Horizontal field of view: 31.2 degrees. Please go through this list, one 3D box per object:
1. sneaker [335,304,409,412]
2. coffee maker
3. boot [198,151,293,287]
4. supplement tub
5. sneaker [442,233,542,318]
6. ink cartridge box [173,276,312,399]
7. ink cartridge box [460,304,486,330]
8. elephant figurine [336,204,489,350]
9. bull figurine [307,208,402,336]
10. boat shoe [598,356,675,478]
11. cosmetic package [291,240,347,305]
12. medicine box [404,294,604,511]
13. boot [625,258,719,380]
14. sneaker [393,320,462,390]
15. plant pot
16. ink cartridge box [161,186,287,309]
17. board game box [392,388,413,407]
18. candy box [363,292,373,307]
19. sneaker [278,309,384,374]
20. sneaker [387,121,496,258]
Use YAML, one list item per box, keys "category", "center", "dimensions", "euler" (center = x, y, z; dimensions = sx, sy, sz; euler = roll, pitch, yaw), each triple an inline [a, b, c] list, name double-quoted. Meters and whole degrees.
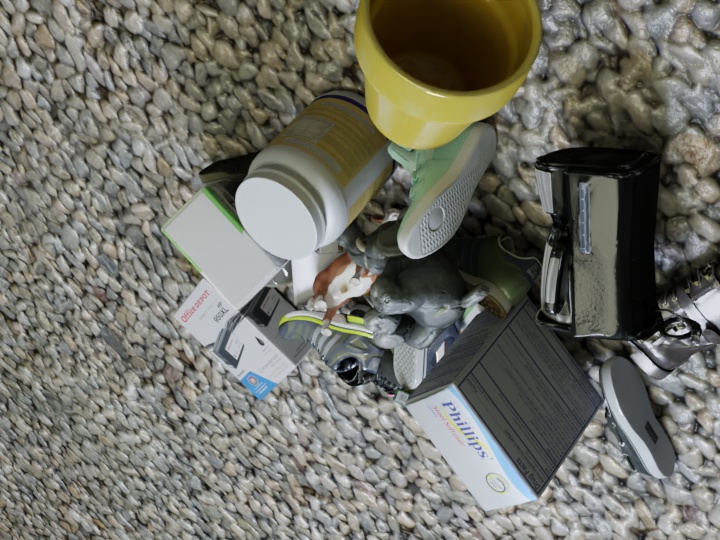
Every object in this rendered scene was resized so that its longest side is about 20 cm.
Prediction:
- category: "sneaker"
  center: [0.022, 0.158, 1.920]
  dimensions: [0.070, 0.099, 0.201]
  euler: [-14, 117, 44]
- category: "coffee maker"
  center: [0.294, -0.034, 1.473]
  dimensions: [0.190, 0.135, 0.202]
  euler: [1, 110, 10]
- category: "boot"
  center: [-0.138, -0.068, 1.867]
  dimensions: [0.181, 0.072, 0.202]
  euler: [3, 122, 55]
- category: "supplement tub"
  center: [-0.054, -0.121, 1.645]
  dimensions: [0.144, 0.200, 0.146]
  euler: [22, 137, 22]
- category: "sneaker"
  center: [0.162, -0.011, 1.674]
  dimensions: [0.067, 0.090, 0.200]
  euler: [52, 172, -33]
- category: "ink cartridge box"
  center: [-0.181, 0.086, 2.033]
  dimensions: [0.200, 0.084, 0.145]
  euler: [44, 141, -2]
- category: "ink cartridge box"
  center: [0.213, 0.122, 1.767]
  dimensions: [0.199, 0.048, 0.146]
  euler: [39, 141, 4]
- category: "elephant figurine"
  center: [0.057, -0.014, 1.613]
  dimensions: [0.153, 0.202, 0.142]
  euler: [6, 140, -14]
- category: "bull figurine"
  center: [0.000, 0.000, 1.750]
  dimensions: [0.065, 0.122, 0.200]
  euler: [37, 127, -14]
- category: "boat shoe"
  center: [0.354, 0.199, 1.710]
  dimensions: [0.056, 0.069, 0.201]
  euler: [-6, 124, 43]
- category: "cosmetic package"
  center: [-0.059, -0.038, 1.819]
  dimensions: [0.081, 0.051, 0.201]
  euler: [-1, 132, 2]
- category: "medicine box"
  center: [0.185, 0.167, 1.635]
  dimensions: [0.183, 0.200, 0.103]
  euler: [53, 140, -9]
- category: "boot"
  center: [0.371, 0.033, 1.555]
  dimensions: [0.200, 0.069, 0.174]
  euler: [42, 136, -7]
- category: "sneaker"
  center: [0.093, 0.062, 1.740]
  dimensions: [0.078, 0.079, 0.202]
  euler: [41, 135, 46]
- category: "plant pot"
  center: [0.083, -0.234, 1.448]
  dimensions: [0.200, 0.201, 0.189]
  euler: [36, 156, 6]
- category: "ink cartridge box"
  center: [-0.176, -0.035, 1.730]
  dimensions: [0.146, 0.084, 0.200]
  euler: [47, -177, -3]
- category: "board game box"
  center: [0.117, 0.195, 1.829]
  dimensions: [0.104, 0.024, 0.200]
  euler: [25, -178, 17]
- category: "candy box"
  center: [0.079, 0.103, 1.846]
  dimensions: [0.201, 0.026, 0.102]
  euler: [52, 168, -13]
- category: "sneaker"
  center: [-0.044, 0.101, 1.834]
  dimensions: [0.199, 0.082, 0.073]
  euler: [2, 172, 44]
- category: "sneaker"
  center: [0.072, -0.104, 1.567]
  dimensions: [0.117, 0.201, 0.074]
  euler: [16, 150, 34]
